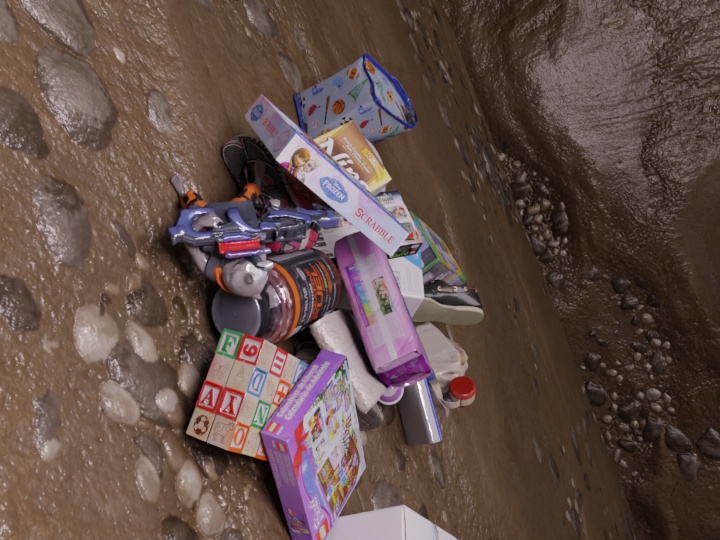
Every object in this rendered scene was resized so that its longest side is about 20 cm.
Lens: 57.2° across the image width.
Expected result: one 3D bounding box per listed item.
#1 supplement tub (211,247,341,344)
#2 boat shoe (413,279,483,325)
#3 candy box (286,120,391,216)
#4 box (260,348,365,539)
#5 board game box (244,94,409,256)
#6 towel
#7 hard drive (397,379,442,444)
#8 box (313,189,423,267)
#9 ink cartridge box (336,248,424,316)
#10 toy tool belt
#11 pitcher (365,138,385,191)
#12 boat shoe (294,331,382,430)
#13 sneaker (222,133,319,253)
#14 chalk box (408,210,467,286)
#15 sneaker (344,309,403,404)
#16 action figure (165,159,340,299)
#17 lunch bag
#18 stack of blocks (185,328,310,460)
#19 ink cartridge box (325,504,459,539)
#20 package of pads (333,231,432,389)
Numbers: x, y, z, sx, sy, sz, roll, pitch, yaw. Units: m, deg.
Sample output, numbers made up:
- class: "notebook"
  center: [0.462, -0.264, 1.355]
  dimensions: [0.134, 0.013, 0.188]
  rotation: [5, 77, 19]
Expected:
- class: "supplement tub"
  center: [-0.107, 0.035, 0.851]
  dimensions: [0.199, 0.105, 0.110]
  rotation: [-24, 93, -65]
- class: "boat shoe"
  center: [0.135, 0.054, 1.215]
  dimensions: [0.196, 0.074, 0.065]
  rotation: [8, 57, -22]
- class: "candy box"
  center: [-0.057, -0.138, 1.013]
  dimensions: [0.198, 0.055, 0.117]
  rotation: [-34, 89, -35]
- class: "box"
  center: [-0.050, 0.218, 0.794]
  dimensions: [0.137, 0.038, 0.205]
  rotation: [-51, 142, -45]
- class: "board game box"
  center: [-0.047, -0.126, 0.846]
  dimensions: [0.199, 0.041, 0.200]
  rotation: [38, 8, -33]
- class: "towel"
  center: [-0.007, 0.119, 0.919]
  dimensions: [0.134, 0.034, 0.200]
  rotation: [57, 7, 5]
- class: "hard drive"
  center: [0.084, 0.194, 1.139]
  dimensions: [0.132, 0.025, 0.206]
  rotation: [135, -58, -70]
- class: "box"
  center: [-0.006, -0.066, 1.055]
  dimensions: [0.195, 0.035, 0.112]
  rotation: [-10, 61, -27]
- class: "ink cartridge box"
  center: [0.000, 0.000, 1.078]
  dimensions: [0.194, 0.067, 0.119]
  rotation: [10, 54, -15]
- class: "toy tool belt"
  center: [0.143, 0.198, 1.200]
  dimensions: [0.201, 0.122, 0.126]
  rotation: [51, -27, 46]
- class: "pitcher"
  center: [-0.008, -0.128, 1.176]
  dimensions: [0.202, 0.118, 0.176]
  rotation: [60, 30, -49]
- class: "boat shoe"
  center: [-0.024, 0.161, 0.973]
  dimensions: [0.201, 0.073, 0.075]
  rotation: [54, 30, -35]
- class: "sneaker"
  center: [-0.132, -0.109, 0.888]
  dimensions: [0.073, 0.082, 0.201]
  rotation: [-16, 56, -40]
- class: "chalk box"
  center: [0.098, -0.014, 1.263]
  dimensions: [0.199, 0.123, 0.126]
  rotation: [34, 24, -53]
- class: "sneaker"
  center: [0.020, 0.129, 1.119]
  dimensions: [0.100, 0.073, 0.206]
  rotation: [67, 7, -76]
- class: "action figure"
  center: [-0.129, -0.046, 0.772]
  dimensions: [0.194, 0.106, 0.196]
  rotation: [-1, 45, -19]
- class: "lunch bag"
  center: [-0.002, -0.291, 1.233]
  dimensions: [0.198, 0.166, 0.128]
  rotation: [17, 56, -58]
- class: "stack of blocks"
  center: [-0.105, 0.157, 0.770]
  dimensions: [0.200, 0.057, 0.118]
  rotation: [44, 61, -60]
- class: "ink cartridge box"
  center: [0.043, 0.413, 0.846]
  dimensions: [0.200, 0.143, 0.149]
  rotation: [46, 35, -43]
- class: "package of pads"
  center: [0.029, 0.056, 0.927]
  dimensions: [0.121, 0.074, 0.204]
  rotation: [56, 11, -62]
